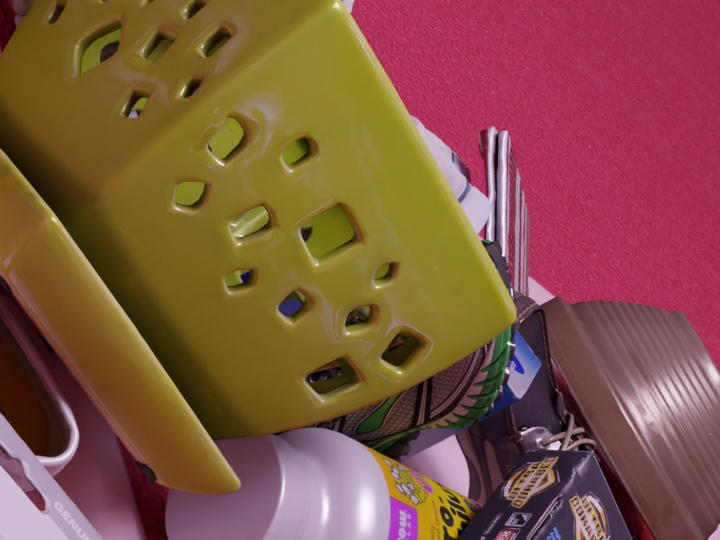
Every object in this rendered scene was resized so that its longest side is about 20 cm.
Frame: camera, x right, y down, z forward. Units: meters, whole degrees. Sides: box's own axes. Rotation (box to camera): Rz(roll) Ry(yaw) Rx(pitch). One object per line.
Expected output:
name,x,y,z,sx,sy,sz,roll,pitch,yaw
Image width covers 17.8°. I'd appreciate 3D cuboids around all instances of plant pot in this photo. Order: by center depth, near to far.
plant pot,-0.077,-0.030,1.035,0.200,0.181,0.200,42,-14,54
plant pot,0.200,0.092,1.534,0.202,0.092,0.201,59,4,-6

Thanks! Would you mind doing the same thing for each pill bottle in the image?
pill bottle,-0.005,0.141,1.136,0.200,0.104,0.105,30,36,-46

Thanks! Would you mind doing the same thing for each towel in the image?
towel,0.088,0.008,1.428,0.200,0.023,0.145,64,26,-72

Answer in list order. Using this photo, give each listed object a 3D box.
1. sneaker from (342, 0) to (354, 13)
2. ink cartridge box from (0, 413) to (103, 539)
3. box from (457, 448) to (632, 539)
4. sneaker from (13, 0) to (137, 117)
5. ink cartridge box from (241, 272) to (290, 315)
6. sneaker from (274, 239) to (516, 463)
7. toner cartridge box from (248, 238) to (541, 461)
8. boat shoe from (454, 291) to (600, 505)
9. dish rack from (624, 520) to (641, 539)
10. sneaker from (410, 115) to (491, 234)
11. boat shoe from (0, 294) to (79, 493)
sneaker,-0.011,-0.200,1.113,0.201,0.075,0.088,-66,146,-38
ink cartridge box,-0.177,0.126,0.847,0.200,0.084,0.176,53,25,-12
box,0.087,0.225,1.125,0.199,0.049,0.201,-49,123,-40
sneaker,-0.141,-0.123,1.146,0.077,0.201,0.091,2,33,-16
ink cartridge box,-0.039,0.023,1.290,0.199,0.043,0.200,53,26,-11
sneaker,0.008,0.049,1.146,0.085,0.200,0.078,14,50,-30
toner cartridge box,0.000,0.000,1.226,0.200,0.095,0.043,53,34,-10
boat shoe,0.101,0.103,1.305,0.074,0.073,0.201,-42,138,-42
dish rack,0.151,0.223,1.402,0.153,0.054,0.201,39,28,-39
sneaker,0.025,-0.041,1.328,0.071,0.073,0.200,37,9,-11
boat shoe,-0.186,0.006,0.970,0.071,0.070,0.201,-34,96,-36
